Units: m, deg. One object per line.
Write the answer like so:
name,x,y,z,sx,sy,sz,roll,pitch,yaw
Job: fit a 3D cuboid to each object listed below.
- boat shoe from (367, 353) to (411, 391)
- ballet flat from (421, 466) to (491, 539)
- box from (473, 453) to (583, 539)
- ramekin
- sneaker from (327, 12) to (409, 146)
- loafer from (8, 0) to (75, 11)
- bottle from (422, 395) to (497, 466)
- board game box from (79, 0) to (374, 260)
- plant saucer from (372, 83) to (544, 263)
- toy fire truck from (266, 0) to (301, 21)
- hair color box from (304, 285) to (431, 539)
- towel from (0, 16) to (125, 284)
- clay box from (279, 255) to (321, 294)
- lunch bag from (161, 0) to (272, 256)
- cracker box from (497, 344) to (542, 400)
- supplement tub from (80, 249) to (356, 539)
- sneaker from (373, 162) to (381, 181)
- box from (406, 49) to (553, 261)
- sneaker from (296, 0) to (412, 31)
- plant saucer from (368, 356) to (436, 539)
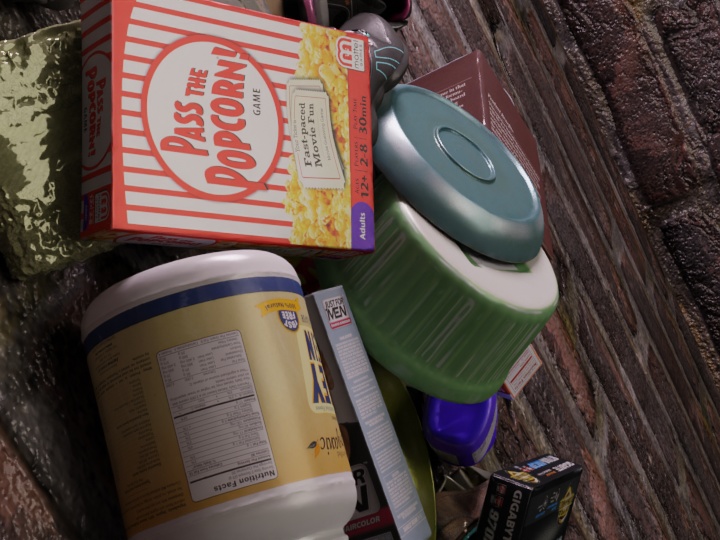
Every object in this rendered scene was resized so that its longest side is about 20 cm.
boat shoe,0.021,0.072,1.096,0.062,0.072,0.199,40,20,34
ballet flat,0.110,0.229,1.168,0.067,0.068,0.200,45,14,17
box,0.158,0.272,1.151,0.199,0.045,0.161,8,98,-66
ramekin,0.069,0.000,0.956,0.198,0.098,0.201,30,30,-20
sneaker,-0.012,-0.161,0.910,0.080,0.074,0.201,60,25,-31
loafer,-0.206,-0.215,0.823,0.200,0.071,0.064,-63,133,-65
bottle,0.101,0.150,1.150,0.200,0.064,0.085,63,44,-73
board game box,-0.082,-0.090,0.754,0.198,0.046,0.154,3,81,-38
plant saucer,0.081,-0.089,0.966,0.199,0.027,0.201,31,30,-20
toy fire truck,-0.062,-0.255,1.158,0.201,0.127,0.178,70,15,-62
hair color box,-0.031,0.125,0.878,0.060,0.098,0.203,-11,80,-67
towel,-0.163,-0.090,0.743,0.199,0.036,0.150,-31,102,-37
clay box,0.000,0.000,1.029,0.199,0.048,0.115,38,26,-3
lunch bag,-0.123,-0.122,0.870,0.166,0.116,0.200,63,28,-16
cracker box,0.085,0.033,1.185,0.058,0.133,0.201,-46,121,-22
supplement tub,-0.083,0.104,0.713,0.144,0.143,0.203,12,59,-64
sneaker,-0.061,-0.130,1.015,0.199,0.076,0.091,40,29,0
box,0.105,-0.101,1.315,0.166,0.163,0.202,49,29,-38
sneaker,0.011,-0.234,1.072,0.200,0.085,0.082,-32,115,-71
plant saucer,0.017,0.177,1.009,0.200,0.031,0.203,-15,90,-70
